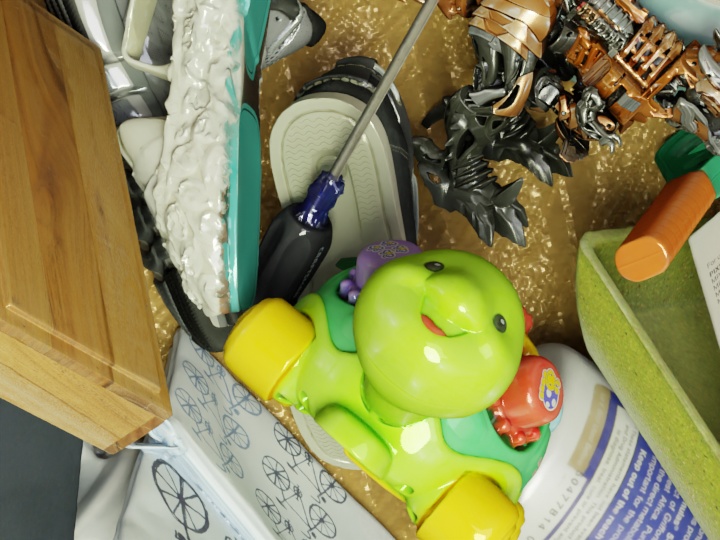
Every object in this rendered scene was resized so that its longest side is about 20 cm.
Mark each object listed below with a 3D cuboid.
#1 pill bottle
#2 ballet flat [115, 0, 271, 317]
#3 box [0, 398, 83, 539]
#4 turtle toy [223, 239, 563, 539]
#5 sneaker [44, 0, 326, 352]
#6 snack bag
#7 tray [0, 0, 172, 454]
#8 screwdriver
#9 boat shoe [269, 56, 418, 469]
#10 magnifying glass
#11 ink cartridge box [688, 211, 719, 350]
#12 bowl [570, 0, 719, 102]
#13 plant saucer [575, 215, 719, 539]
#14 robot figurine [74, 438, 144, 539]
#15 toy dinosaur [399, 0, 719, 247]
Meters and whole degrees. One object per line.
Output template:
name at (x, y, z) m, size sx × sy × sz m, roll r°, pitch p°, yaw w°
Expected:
pill bottle at (0.138, 0.134, 1.096) m, size 0.200 × 0.120 × 0.120 m, roll 34°, pitch 85°, yaw -16°
ballet flat at (-0.071, -0.077, 0.985) m, size 0.072 × 0.072 × 0.200 m, roll 8°, pitch 78°, yaw -17°
box at (-0.228, 0.102, 0.936) m, size 0.196 × 0.124 × 0.200 m, roll 7°, pitch 93°, yaw 22°
turtle toy at (0.026, 0.044, 0.948) m, size 0.146 × 0.200 × 0.101 m, roll 41°, pitch 88°, yaw 8°
sneaker at (-0.059, -0.071, 1.045) m, size 0.115 × 0.075 × 0.200 m, roll -22°, pitch 100°, yaw -16°
snack bag at (-0.033, 0.132, 1.015) m, size 0.021 × 0.200 × 0.189 m, roll -37°, pitch 106°, yaw 18°
tray at (-0.132, -0.033, 0.908) m, size 0.037 × 0.200 × 0.099 m, roll -34°, pitch 139°, yaw 21°
screwdriver at (-0.002, -0.051, 0.977) m, size 0.029 × 0.028 × 0.200 m, roll 8°, pitch 131°, yaw -36°
boat shoe at (0.000, 0.000, 1.061) m, size 0.072 × 0.068 × 0.200 m, roll 2°, pitch 118°, yaw 10°
magnifying glass at (0.159, -0.043, 1.061) m, size 0.080 × 0.200 × 0.022 m, roll -23°, pitch 100°, yaw 32°
ink cartridge box at (0.241, 0.056, 1.016) m, size 0.145 × 0.200 × 0.084 m, roll 24°, pitch 128°, yaw -30°
bowl at (0.161, -0.178, 1.082) m, size 0.201 × 0.105 × 0.201 m, roll -2°, pitch 96°, yaw -17°
plant saucer at (0.193, 0.069, 1.071) m, size 0.200 × 0.048 × 0.200 m, roll -7°, pitch 60°, yaw -51°
robot figurine at (-0.099, 0.154, 1.032) m, size 0.200 × 0.113 × 0.170 m, roll 48°, pitch 53°, yaw -14°
toy dinosaur at (0.079, -0.099, 1.050) m, size 0.102 × 0.200 × 0.136 m, roll -21°, pitch 139°, yaw -45°
